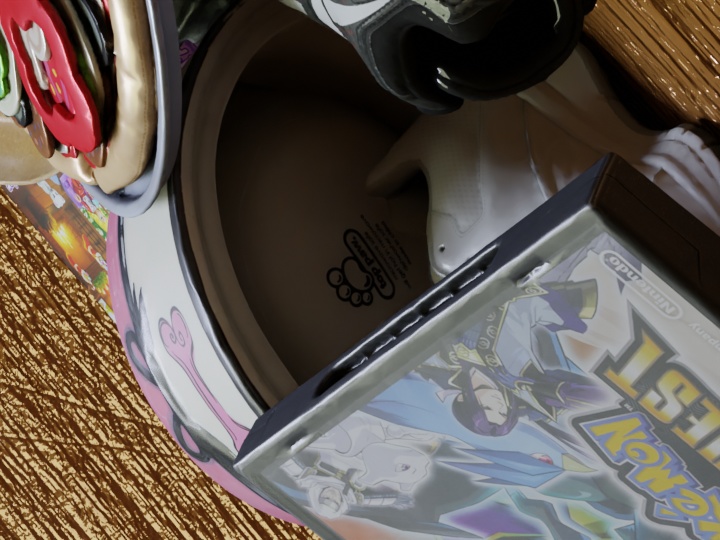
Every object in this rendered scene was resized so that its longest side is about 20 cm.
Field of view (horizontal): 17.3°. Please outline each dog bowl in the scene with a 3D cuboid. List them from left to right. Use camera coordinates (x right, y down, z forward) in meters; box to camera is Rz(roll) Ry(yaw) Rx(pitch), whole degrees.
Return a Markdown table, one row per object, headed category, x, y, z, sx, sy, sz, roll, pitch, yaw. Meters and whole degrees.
| category | x | y | z | sx | sy | sz | roll | pitch | yaw |
| --- | --- | --- | --- | --- | --- | --- | --- | --- | --- |
| dog bowl | 0.000 | 0.000 | 0.807 | 0.200 | 0.200 | 0.074 | 49 | 137 | -13 |

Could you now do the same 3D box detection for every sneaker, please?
| category | x | y | z | sx | sy | sz | roll | pitch | yaw |
| --- | --- | --- | --- | --- | --- | --- | --- | --- | --- |
| sneaker | 0.016 | -0.085 | 0.645 | 0.098 | 0.071 | 0.200 | 51 | 177 | 2 |
| sneaker | 0.071 | -0.006 | 0.709 | 0.075 | 0.087 | 0.200 | 52 | 176 | -33 |

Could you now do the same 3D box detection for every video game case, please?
| category | x | y | z | sx | sy | sz | roll | pitch | yaw |
| --- | --- | --- | --- | --- | --- | --- | --- | --- | --- |
| video game case | 0.087 | 0.075 | 0.663 | 0.200 | 0.026 | 0.181 | 38 | 139 | -12 |

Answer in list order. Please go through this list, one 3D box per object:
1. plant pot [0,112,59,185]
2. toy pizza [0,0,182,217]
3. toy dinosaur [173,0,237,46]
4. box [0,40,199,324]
| category | x | y | z | sx | sy | sz | roll | pitch | yaw |
| --- | --- | --- | --- | --- | --- | --- | --- | --- | --- |
| plant pot | -0.179 | -0.117 | 0.910 | 0.199 | 0.028 | 0.201 | 27 | 147 | 19 |
| toy pizza | -0.107 | -0.109 | 0.722 | 0.201 | 0.032 | 0.201 | 53 | 155 | 39 |
| toy dinosaur | -0.039 | -0.123 | 0.784 | 0.047 | 0.089 | 0.200 | 29 | 156 | -13 |
| box | -0.081 | -0.039 | 0.959 | 0.137 | 0.039 | 0.200 | 49 | 153 | 3 |
